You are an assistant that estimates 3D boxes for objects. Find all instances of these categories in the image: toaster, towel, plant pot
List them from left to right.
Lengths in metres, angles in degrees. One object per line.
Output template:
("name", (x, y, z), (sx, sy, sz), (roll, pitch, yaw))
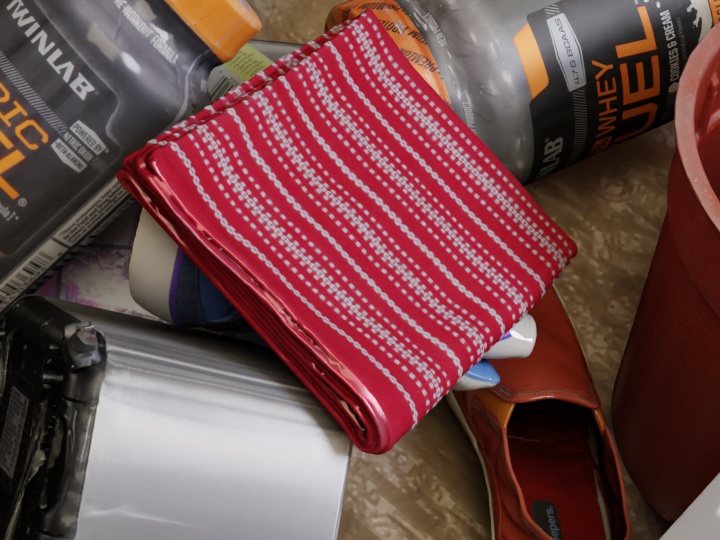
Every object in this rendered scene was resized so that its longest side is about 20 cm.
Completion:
("toaster", (-0.090, 0.108, 0.922), (0.119, 0.200, 0.181), (10, 91, -17))
("towel", (0.003, -0.022, 0.928), (0.145, 0.022, 0.200), (48, 35, 1))
("plant pot", (0.202, 0.019, 1.006), (0.201, 0.195, 0.201), (7, 50, -9))

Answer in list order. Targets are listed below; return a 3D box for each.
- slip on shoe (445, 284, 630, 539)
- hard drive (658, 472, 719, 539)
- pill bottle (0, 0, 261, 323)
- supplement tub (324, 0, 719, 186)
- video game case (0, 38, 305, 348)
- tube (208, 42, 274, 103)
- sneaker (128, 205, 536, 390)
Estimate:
("slip on shoe", (0.079, 0.063, 1.043), (0.074, 0.061, 0.200), (3, 52, -17))
("hard drive", (0.186, 0.130, 0.924), (0.132, 0.200, 0.026), (-47, 44, -2))
("pill bottle", (-0.136, -0.063, 1.004), (0.200, 0.106, 0.106), (-42, 82, 5))
("supplement tub", (0.092, -0.112, 1.089), (0.200, 0.123, 0.123), (-24, 77, -16))
("video game case", (-0.092, -0.015, 1.079), (0.143, 0.019, 0.200), (5, 71, -9))
("tube", (-0.104, -0.110, 1.079), (0.200, 0.052, 0.058), (35, 26, 8))
("sneaker", (0.000, 0.000, 0.968), (0.146, 0.200, 0.081), (14, 87, 13))
